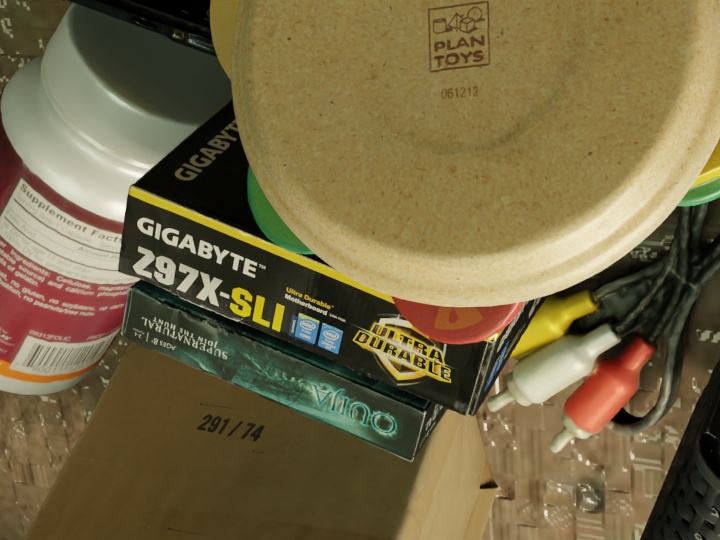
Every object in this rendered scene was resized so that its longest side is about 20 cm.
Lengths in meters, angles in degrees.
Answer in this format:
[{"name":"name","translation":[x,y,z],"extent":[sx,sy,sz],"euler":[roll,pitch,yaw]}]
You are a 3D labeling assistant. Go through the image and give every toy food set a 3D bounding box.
[{"name":"toy food set","translation":[0.041,-0.078,0.603],"extent":[0.200,0.049,0.198],"euler":[-21,75,15]}]

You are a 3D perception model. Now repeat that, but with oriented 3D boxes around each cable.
[{"name":"cable","translation":[0.140,0.017,0.772],"extent":[0.097,0.050,0.200],"euler":[45,126,-1]}]

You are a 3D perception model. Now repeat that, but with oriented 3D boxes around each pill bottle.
[{"name":"pill bottle","translation":[-0.145,-0.039,0.837],"extent":[0.114,0.114,0.200],"euler":[39,125,1]}]

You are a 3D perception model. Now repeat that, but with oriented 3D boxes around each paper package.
[{"name":"paper package","translation":[-0.051,0.133,0.834],"extent":[0.200,0.191,0.104],"euler":[4,136,22]}]

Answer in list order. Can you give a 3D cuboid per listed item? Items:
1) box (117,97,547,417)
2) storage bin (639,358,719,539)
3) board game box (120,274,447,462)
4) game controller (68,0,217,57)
[{"name":"box","translation":[0.013,-0.034,0.714],"extent":[0.159,0.200,0.049],"euler":[24,125,12]},{"name":"storage bin","translation":[0.204,0.091,0.691],"extent":[0.135,0.200,0.094],"euler":[25,125,11]},{"name":"board game box","translation":[0.000,0.000,0.737],"extent":[0.135,0.200,0.028],"euler":[22,122,14]},{"name":"game controller","translation":[-0.048,-0.127,0.749],"extent":[0.200,0.104,0.042],"euler":[20,121,14]}]
